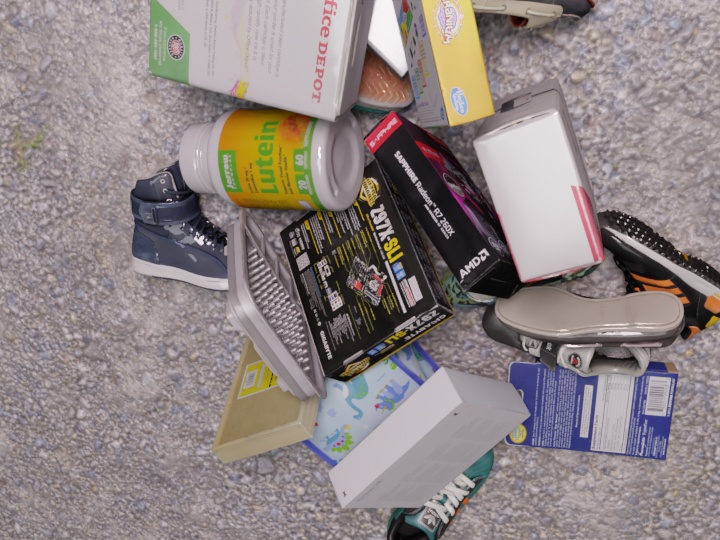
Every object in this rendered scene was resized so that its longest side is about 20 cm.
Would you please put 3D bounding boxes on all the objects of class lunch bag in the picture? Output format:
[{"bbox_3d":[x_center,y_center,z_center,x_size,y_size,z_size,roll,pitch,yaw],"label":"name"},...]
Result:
[{"bbox_3d":[0.025,0.173,0.890,0.169,0.128,0.200,-40,113,17],"label":"lunch bag"}]

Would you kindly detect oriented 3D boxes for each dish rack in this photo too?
[{"bbox_3d":[-0.101,0.041,0.777,0.043,0.201,0.173,-27,122,5],"label":"dish rack"}]

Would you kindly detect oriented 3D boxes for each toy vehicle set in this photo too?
[{"bbox_3d":[-0.101,0.129,0.852,0.122,0.202,0.027,-20,124,22],"label":"toy vehicle set"}]

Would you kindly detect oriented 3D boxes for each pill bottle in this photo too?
[{"bbox_3d":[-0.103,-0.127,0.796,0.196,0.111,0.113,4,112,25],"label":"pill bottle"}]

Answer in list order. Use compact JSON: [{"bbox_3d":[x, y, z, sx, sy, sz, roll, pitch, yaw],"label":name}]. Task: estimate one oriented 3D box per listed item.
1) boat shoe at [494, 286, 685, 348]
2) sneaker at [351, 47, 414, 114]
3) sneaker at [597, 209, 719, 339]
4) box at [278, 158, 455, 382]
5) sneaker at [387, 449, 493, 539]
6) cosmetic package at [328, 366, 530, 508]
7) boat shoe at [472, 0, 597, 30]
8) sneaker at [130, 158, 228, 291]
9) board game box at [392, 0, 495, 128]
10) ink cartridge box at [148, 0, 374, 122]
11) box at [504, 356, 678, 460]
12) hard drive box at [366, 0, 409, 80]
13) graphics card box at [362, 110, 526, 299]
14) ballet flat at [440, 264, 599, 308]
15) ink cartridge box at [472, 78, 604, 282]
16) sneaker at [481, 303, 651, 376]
[{"bbox_3d":[0.247,0.059,0.770,0.196,0.068,0.057,0,141,20],"label":"boat shoe"},{"bbox_3d":[-0.038,-0.214,0.790,0.196,0.080,0.073,13,74,-10],"label":"sneaker"},{"bbox_3d":[0.319,0.014,0.774,0.197,0.070,0.091,27,118,-15],"label":"sneaker"},{"bbox_3d":[0.000,0.000,0.803,0.158,0.049,0.203,-33,60,21],"label":"box"},{"bbox_3d":[0.105,0.305,0.927,0.071,0.080,0.201,36,112,0],"label":"sneaker"},{"bbox_3d":[0.080,0.201,0.815,0.200,0.149,0.052,-47,53,22],"label":"cosmetic package"},{"bbox_3d":[0.158,-0.264,0.669,0.071,0.198,0.063,44,122,32],"label":"boat shoe"},{"bbox_3d":[-0.194,-0.059,0.873,0.198,0.077,0.149,8,111,7],"label":"sneaker"},{"bbox_3d":[0.060,-0.228,0.610,0.039,0.153,0.204,-15,102,-1],"label":"board game box"},{"bbox_3d":[-0.091,-0.242,0.666,0.196,0.088,0.148,16,118,10],"label":"ink cartridge box"},{"bbox_3d":[0.281,0.167,0.873,0.195,0.032,0.124,3,110,10],"label":"box"},{"bbox_3d":[0.021,-0.322,0.711,0.200,0.077,0.156,43,101,-6],"label":"hard drive box"},{"bbox_3d":[0.095,-0.066,0.733,0.051,0.125,0.202,-40,65,21],"label":"graphics card box"},{"bbox_3d":[0.180,-0.004,0.812,0.197,0.074,0.075,-20,105,17],"label":"ballet flat"},{"bbox_3d":[0.182,-0.098,0.706,0.083,0.200,0.148,-16,106,23],"label":"ink cartridge box"},{"bbox_3d":[0.239,0.078,0.822,0.195,0.089,0.076,8,113,11],"label":"sneaker"}]
